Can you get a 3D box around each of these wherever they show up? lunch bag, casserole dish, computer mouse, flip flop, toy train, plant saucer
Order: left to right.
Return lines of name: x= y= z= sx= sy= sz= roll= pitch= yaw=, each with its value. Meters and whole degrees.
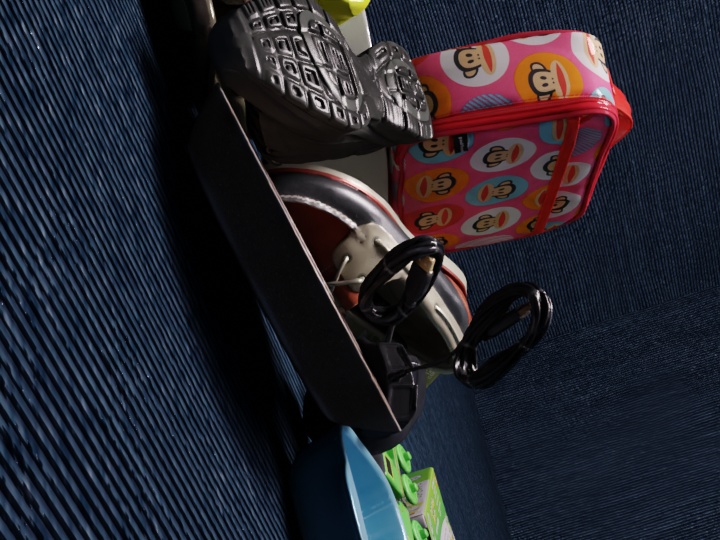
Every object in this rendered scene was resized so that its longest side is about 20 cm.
flip flop: x=-0.073 y=-0.131 z=0.848 sx=0.200 sy=0.057 sz=0.082 roll=57 pitch=17 yaw=-74
plant saucer: x=-0.039 y=0.000 z=0.742 sx=0.202 sy=0.034 sz=0.200 roll=62 pitch=0 yaw=0
casserole dish: x=0.001 y=0.160 z=0.801 sx=0.200 sy=0.038 sz=0.122 roll=60 pitch=14 yaw=-65
toy train: x=0.013 y=0.141 z=0.997 sx=0.057 sy=0.041 sz=0.201 roll=54 pitch=16 yaw=-39
computer mouse: x=0.021 y=0.055 z=0.878 sx=0.201 sy=0.058 sz=0.034 roll=100 pitch=-21 yaw=-49
computer mouse: x=0.037 y=0.056 z=0.803 sx=0.034 sy=0.199 sz=0.059 roll=15 pitch=61 yaw=-38
lunch bag: x=0.101 y=-0.087 z=0.992 sx=0.200 sy=0.174 sz=0.083 roll=91 pitch=-13 yaw=-68

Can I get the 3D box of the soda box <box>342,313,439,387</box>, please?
soda box: x=0.006 y=0.014 z=1.054 sx=0.064 sy=0.068 sz=0.201 roll=28 pitch=28 yaw=-26

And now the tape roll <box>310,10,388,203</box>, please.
tape roll: x=-0.032 y=-0.129 z=1.008 sx=0.202 sy=0.070 sz=0.205 roll=170 pitch=-90 yaw=-85

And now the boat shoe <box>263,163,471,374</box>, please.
boat shoe: x=0.000 y=0.000 z=0.903 sx=0.199 sy=0.071 sz=0.063 roll=35 pitch=46 yaw=-38

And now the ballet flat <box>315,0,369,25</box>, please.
ballet flat: x=-0.080 y=-0.195 z=0.846 sx=0.199 sy=0.067 sz=0.067 roll=24 pitch=48 yaw=-35

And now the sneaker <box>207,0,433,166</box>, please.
sneaker: x=-0.033 y=-0.092 z=0.796 sx=0.199 sy=0.090 sz=0.077 roll=16 pitch=56 yaw=-62

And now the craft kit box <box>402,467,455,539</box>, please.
craft kit box: x=0.063 y=0.266 z=1.106 sx=0.200 sy=0.048 sz=0.200 roll=-15 pitch=90 yaw=-85
